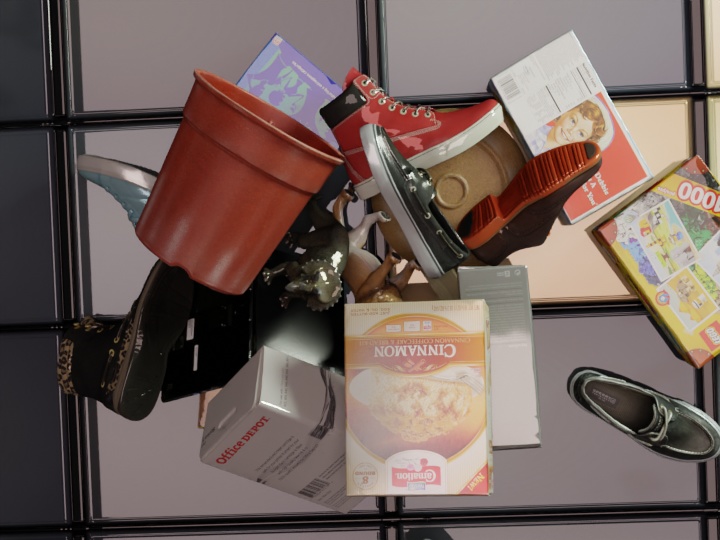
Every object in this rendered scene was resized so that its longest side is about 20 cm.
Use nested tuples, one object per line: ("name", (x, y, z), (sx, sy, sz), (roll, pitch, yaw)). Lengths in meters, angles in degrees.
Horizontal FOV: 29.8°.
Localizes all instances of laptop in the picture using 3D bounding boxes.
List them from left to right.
("laptop", (-0.128, 0.074, 1.627), (0.198, 0.103, 0.179), (-16, 56, 22))

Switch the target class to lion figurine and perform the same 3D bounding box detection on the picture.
("lion figurine", (0.000, 0.000, 1.627), (0.123, 0.072, 0.201), (-52, 47, 26))

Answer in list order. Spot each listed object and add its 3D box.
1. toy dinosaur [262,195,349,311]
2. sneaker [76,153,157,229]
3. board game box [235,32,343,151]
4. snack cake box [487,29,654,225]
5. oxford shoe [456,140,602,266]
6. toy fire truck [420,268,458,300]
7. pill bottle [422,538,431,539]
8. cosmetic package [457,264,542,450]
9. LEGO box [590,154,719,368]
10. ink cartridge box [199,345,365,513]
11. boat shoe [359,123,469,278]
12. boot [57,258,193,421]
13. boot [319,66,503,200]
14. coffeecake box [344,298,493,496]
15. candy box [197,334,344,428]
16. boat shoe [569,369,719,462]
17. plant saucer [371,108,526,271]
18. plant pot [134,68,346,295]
("toy dinosaur", (-0.050, -0.011, 1.581), (0.101, 0.201, 0.078), (-8, 123, 27))
("sneaker", (-0.263, -0.076, 1.647), (0.198, 0.074, 0.083), (24, 88, 3))
("board game box", (-0.105, -0.161, 1.650), (0.152, 0.045, 0.201), (39, 94, 1))
("snack cake box", (0.249, -0.169, 1.618), (0.114, 0.067, 0.202), (-29, 90, 2))
("oxford shoe", (0.207, -0.077, 1.579), (0.199, 0.072, 0.072), (-34, 121, 26))
("toy fire truck", (0.099, 0.104, 1.622), (0.174, 0.129, 0.202), (-22, 71, -1))
("pill bottle", (0.042, 0.430, 1.622), (0.200, 0.120, 0.120), (-41, 89, 3))
("cosmetic package", (0.156, 0.101, 1.518), (0.089, 0.107, 0.203), (-2, 79, 5))
("LEGO box", (0.394, -0.012, 1.609), (0.148, 0.077, 0.201), (-37, 89, 3))
("ink cartridge box", (-0.063, 0.184, 1.540), (0.198, 0.085, 0.146), (24, 135, -23))
("boat shoe", (0.062, -0.085, 1.545), (0.056, 0.069, 0.202), (-24, 112, 11))
("boot", (-0.284, 0.072, 1.623), (0.149, 0.073, 0.203), (5, 77, 44))
("boot", (0.057, -0.189, 1.586), (0.198, 0.072, 0.146), (-25, 96, 7))
("coffeecake box", (0.062, 0.137, 1.438), (0.151, 0.073, 0.203), (-2, 82, 10))
("candy box", (-0.095, 0.139, 1.652), (0.197, 0.055, 0.117), (4, 89, 3))
("boat shoe", (0.343, 0.180, 1.621), (0.197, 0.071, 0.073), (21, 93, 2))
("plant saucer", (0.110, -0.096, 1.644), (0.197, 0.035, 0.204), (0, 91, 4))
("plant pot", (-0.148, -0.092, 1.542), (0.199, 0.201, 0.197), (31, 100, 2))
